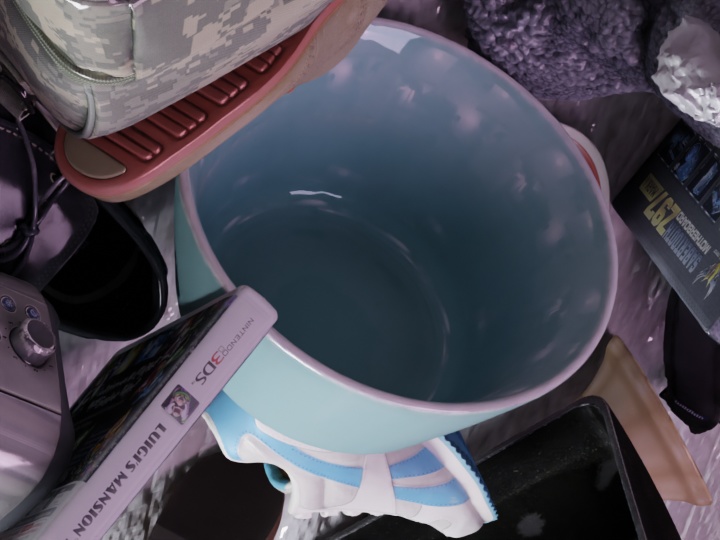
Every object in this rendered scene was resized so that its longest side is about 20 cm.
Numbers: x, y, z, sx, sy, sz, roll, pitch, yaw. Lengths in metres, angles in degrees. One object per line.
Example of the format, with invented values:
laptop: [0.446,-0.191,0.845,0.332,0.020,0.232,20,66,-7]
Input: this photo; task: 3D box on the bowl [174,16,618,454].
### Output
bowl: [0.000,0.000,1.239,0.201,0.201,0.105,-16,155,-34]

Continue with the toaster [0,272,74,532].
toaster: [-0.217,0.062,1.108,0.200,0.114,0.129,-34,136,26]

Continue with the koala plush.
koala plush: [0.155,-0.114,1.242,0.177,0.200,0.184,10,119,-50]

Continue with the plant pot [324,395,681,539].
plant pot: [0.100,0.222,1.459,0.199,0.200,0.177,-30,133,15]

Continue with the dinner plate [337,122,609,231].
dinner plate: [0.038,0.003,1.400,0.200,0.024,0.200,-25,140,-23]

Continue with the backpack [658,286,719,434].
backpack: [0.242,0.026,1.528,0.127,0.167,0.200,-60,149,-22]

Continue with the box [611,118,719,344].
box: [0.207,-0.049,1.374,0.051,0.200,0.158,37,99,-17]

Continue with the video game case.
video game case: [-0.122,0.093,1.161,0.182,0.023,0.200,-52,-171,-19]

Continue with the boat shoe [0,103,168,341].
boat shoe: [-0.141,-0.025,1.162,0.075,0.062,0.200,-44,144,4]

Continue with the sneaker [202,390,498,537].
sneaker: [-0.001,0.082,1.371,0.081,0.077,0.200,-36,142,11]

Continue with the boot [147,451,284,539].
boot: [-0.104,0.180,1.372,0.200,0.074,0.076,-48,163,-31]

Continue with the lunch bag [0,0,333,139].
lunch bag: [-0.056,-0.143,1.061,0.200,0.139,0.168,-31,160,-14]

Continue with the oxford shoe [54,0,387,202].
oxford shoe: [-0.042,-0.087,1.167,0.200,0.071,0.074,-43,151,-21]

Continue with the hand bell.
hand bell: [0.076,0.127,1.533,0.200,0.104,0.104,-29,144,1]
